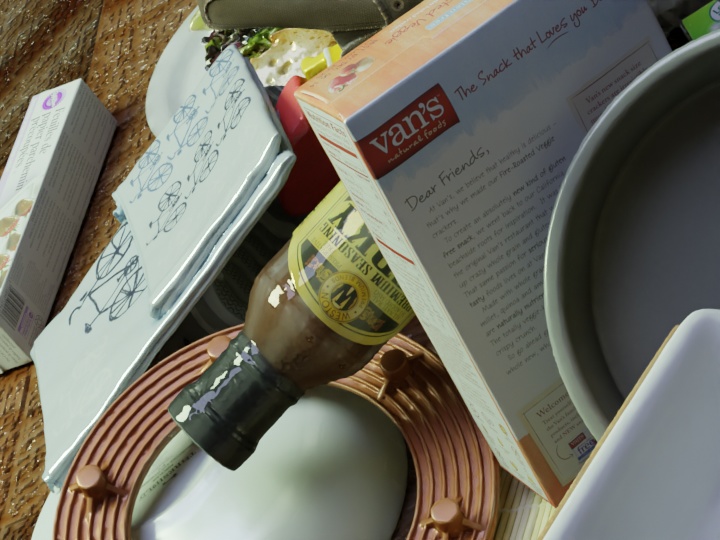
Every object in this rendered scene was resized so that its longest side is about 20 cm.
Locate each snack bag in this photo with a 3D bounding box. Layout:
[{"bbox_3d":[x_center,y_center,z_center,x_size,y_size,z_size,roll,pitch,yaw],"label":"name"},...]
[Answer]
[{"bbox_3d":[-0.104,-0.007,1.327,0.200,0.021,0.189,-54,19,10],"label":"snack bag"}]

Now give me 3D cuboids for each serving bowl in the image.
[{"bbox_3d":[-0.078,0.107,1.249,0.199,0.066,0.201,-27,33,19],"label":"serving bowl"}]

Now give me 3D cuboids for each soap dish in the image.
[{"bbox_3d":[0.145,0.107,0.930,0.157,0.082,0.200,17,37,19],"label":"soap dish"}]

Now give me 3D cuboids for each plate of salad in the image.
[{"bbox_3d":[-0.044,-0.146,1.546,0.199,0.048,0.201,-27,34,20],"label":"plate of salad"}]

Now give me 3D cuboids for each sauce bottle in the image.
[{"bbox_3d":[0.000,0.000,1.158,0.200,0.065,0.065,-49,32,4],"label":"sauce bottle"}]

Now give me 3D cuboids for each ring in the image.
[{"bbox_3d":[-0.039,0.099,1.171,0.199,0.019,0.201,-9,53,12],"label":"ring"}]

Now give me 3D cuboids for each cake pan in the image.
[{"bbox_3d":[0.170,0.004,1.045,0.200,0.201,0.037,-33,-9,9],"label":"cake pan"}]

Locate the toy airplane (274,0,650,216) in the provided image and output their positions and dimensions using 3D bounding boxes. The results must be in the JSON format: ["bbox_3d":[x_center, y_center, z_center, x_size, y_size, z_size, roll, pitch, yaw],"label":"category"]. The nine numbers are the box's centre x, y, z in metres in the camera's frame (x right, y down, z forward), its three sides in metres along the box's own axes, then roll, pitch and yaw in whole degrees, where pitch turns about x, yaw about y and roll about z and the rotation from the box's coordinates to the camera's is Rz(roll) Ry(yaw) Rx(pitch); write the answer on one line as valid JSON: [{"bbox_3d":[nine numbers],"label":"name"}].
[{"bbox_3d":[0.036,-0.121,1.282,0.200,0.141,0.200,2,65,57],"label":"toy airplane"}]

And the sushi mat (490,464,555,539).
[{"bbox_3d":[0.061,0.132,1.128,0.095,0.012,0.201,-12,41,35],"label":"sushi mat"}]

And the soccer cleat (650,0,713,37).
[{"bbox_3d":[0.132,-0.129,1.342,0.199,0.070,0.087,-10,54,43],"label":"soccer cleat"}]

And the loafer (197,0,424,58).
[{"bbox_3d":[0.018,-0.121,1.194,0.199,0.071,0.073,12,28,5],"label":"loafer"}]

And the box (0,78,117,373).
[{"bbox_3d":[-0.185,-0.026,1.545,0.039,0.041,0.201,-18,38,29],"label":"box"}]

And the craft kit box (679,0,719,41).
[{"bbox_3d":[0.255,-0.103,1.198,0.199,0.049,0.198,-32,35,11],"label":"craft kit box"}]

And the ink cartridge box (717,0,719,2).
[{"bbox_3d":[0.141,-0.148,1.152,0.119,0.199,0.042,14,90,51],"label":"ink cartridge box"}]

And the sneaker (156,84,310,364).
[{"bbox_3d":[-0.062,-0.023,1.381,0.082,0.075,0.200,-42,13,35],"label":"sneaker"}]

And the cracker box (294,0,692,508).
[{"bbox_3d":[0.078,-0.024,1.107,0.134,0.201,0.058,-35,27,-11],"label":"cracker box"}]
